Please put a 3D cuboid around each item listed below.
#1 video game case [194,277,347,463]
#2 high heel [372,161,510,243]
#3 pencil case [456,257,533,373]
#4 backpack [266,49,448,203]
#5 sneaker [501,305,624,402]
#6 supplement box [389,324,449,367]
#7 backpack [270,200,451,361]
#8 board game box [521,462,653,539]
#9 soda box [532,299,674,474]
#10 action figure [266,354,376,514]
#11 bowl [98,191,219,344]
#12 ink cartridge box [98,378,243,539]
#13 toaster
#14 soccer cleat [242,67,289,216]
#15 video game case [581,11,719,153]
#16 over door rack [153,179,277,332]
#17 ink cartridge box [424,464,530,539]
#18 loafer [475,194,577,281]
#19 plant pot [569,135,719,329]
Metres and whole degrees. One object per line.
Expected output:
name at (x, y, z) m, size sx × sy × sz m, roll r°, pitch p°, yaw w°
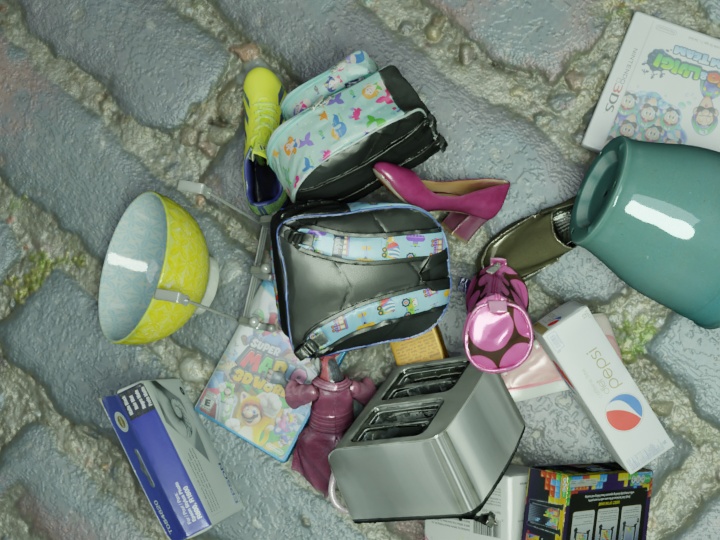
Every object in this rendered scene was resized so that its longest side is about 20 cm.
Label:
video game case at (-0.111, 0.130, 1.466) m, size 0.143 × 0.018 × 0.200 m, roll 29°, pitch 92°, yaw 11°
high heel at (0.099, -0.110, 1.368) m, size 0.096 × 0.200 × 0.067 m, roll -52°, pitch 48°, yaw 9°
pencil case at (0.157, 0.049, 1.296) m, size 0.091 × 0.200 × 0.094 m, roll 10°, pitch 103°, yaw 2°
backpack at (-0.018, -0.162, 1.384) m, size 0.200 × 0.178 × 0.151 m, roll -37°, pitch 72°, yaw 3°
sneaker at (0.220, 0.102, 1.379) m, size 0.200 × 0.075 × 0.105 m, roll -12°, pitch 91°, yaw 1°
supplement box at (0.051, 0.033, 1.419) m, size 0.069 × 0.067 × 0.200 m, roll -22°, pitch 83°, yaw 8°
backpack at (0.000, 0.000, 1.326) m, size 0.200 × 0.135 × 0.183 m, roll -9°, pitch 103°, yaw -10°
board game box at (0.262, 0.311, 1.302) m, size 0.057 × 0.200 × 0.165 m, roll 7°, pitch 88°, yaw 43°
soda box at (0.282, 0.135, 1.313) m, size 0.064 × 0.068 × 0.200 m, roll -33°, pitch 97°, yaw -1°
action figure at (-0.042, 0.185, 1.382) m, size 0.134 × 0.149 × 0.200 m, roll -6°, pitch 114°, yaw -7°
bowl at (-0.247, 0.008, 1.440) m, size 0.108 × 0.200 × 0.200 m, roll 17°, pitch 90°, yaw -32°
ink cartridge box at (-0.228, 0.229, 1.390) m, size 0.041 × 0.200 × 0.200 m, roll -29°, pitch 83°, yaw 8°
toaster at (0.083, 0.197, 1.290) m, size 0.200 × 0.181 × 0.119 m, roll -12°, pitch 114°, yaw 36°
soccer cleat at (-0.123, -0.169, 1.450) m, size 0.065 × 0.084 × 0.200 m, roll -4°, pitch 86°, yaw 10°
video game case at (0.401, -0.204, 1.390) m, size 0.200 × 0.024 × 0.182 m, roll 22°, pitch 91°, yaw 10°
over door rack at (-0.153, -0.011, 1.374) m, size 0.067 × 0.200 × 0.148 m, roll 5°, pitch 79°, yaw 34°
ink cartridge box at (0.153, 0.335, 1.342) m, size 0.145 × 0.084 × 0.200 m, roll -2°, pitch 86°, yaw 50°
loafer at (0.229, -0.045, 1.388) m, size 0.200 × 0.070 × 0.075 m, roll -33°, pitch 82°, yaw 7°
plant pot at (0.350, -0.059, 1.278) m, size 0.188 × 0.200 × 0.200 m, roll 22°, pitch 91°, yaw -8°
